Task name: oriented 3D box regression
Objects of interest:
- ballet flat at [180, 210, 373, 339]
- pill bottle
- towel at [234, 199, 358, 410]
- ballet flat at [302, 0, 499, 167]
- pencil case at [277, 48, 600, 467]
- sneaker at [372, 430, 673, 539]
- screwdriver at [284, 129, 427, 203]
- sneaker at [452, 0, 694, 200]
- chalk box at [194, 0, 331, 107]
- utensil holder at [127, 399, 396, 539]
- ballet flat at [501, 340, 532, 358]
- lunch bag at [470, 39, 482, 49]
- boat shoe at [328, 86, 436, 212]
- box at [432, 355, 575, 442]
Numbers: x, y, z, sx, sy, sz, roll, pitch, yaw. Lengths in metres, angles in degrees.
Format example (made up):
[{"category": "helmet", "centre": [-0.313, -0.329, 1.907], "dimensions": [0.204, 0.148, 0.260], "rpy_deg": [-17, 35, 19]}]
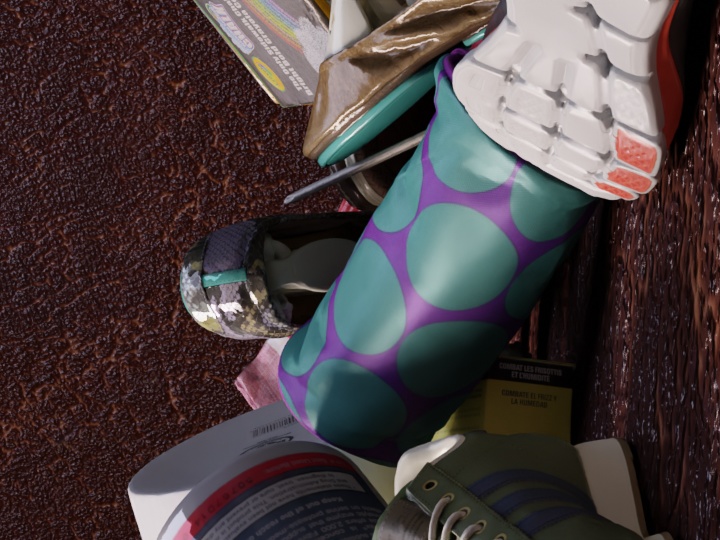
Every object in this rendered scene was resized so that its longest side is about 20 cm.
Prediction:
[{"category": "ballet flat", "centre": [0.000, 0.000, 0.857], "dimensions": [0.199, 0.072, 0.073], "rpy_deg": [-7, -75, -46]}, {"category": "pill bottle", "centre": [0.000, 0.176, 0.701], "dimensions": [0.200, 0.118, 0.121], "rpy_deg": [45, 142, 46]}, {"category": "towel", "centre": [0.005, 0.033, 0.995], "dimensions": [0.201, 0.023, 0.144], "rpy_deg": [-59, 43, 16]}, {"category": "ballet flat", "centre": [0.030, -0.121, 0.749], "dimensions": [0.199, 0.073, 0.068], "rpy_deg": [-33, 0, 44]}, {"category": "pencil case", "centre": [0.034, -0.004, 0.730], "dimensions": [0.093, 0.084, 0.201], "rpy_deg": [60, 137, 32]}, {"category": "sneaker", "centre": [0.047, 0.098, 0.520], "dimensions": [0.200, 0.089, 0.068], "rpy_deg": [-81, -4, -79]}, {"category": "screwdriver", "centre": [0.031, -0.068, 0.781], "dimensions": [0.029, 0.198, 0.028], "rpy_deg": [54, -139, -23]}, {"category": "sneaker", "centre": [0.082, -0.090, 0.513], "dimensions": [0.082, 0.077, 0.200], "rpy_deg": [-57, -10, -18]}, {"category": "chalk box", "centre": [-0.027, -0.193, 1.077], "dimensions": [0.124, 0.125, 0.199], "rpy_deg": [-47, 22, -17]}, {"category": "utensil holder", "centre": [-0.020, 0.181, 0.892], "dimensions": [0.170, 0.168, 0.202], "rpy_deg": [-78, -32, -81]}, {"category": "ballet flat", "centre": [0.070, 0.100, 0.922], "dimensions": [0.200, 0.071, 0.073], "rpy_deg": [-85, -2, -70]}, {"category": "lunch bag", "centre": [0.079, -0.221, 0.802], "dimensions": [0.201, 0.081, 0.177], "rpy_deg": [92, -177, -47]}, {"category": "boat shoe", "centre": [0.019, -0.069, 0.921], "dimensions": [0.075, 0.074, 0.202], "rpy_deg": [61, -153, -5]}, {"category": "box", "centre": [0.062, 0.145, 0.784], "dimensions": [0.075, 0.050, 0.203], "rpy_deg": [154, 122, -69]}]
